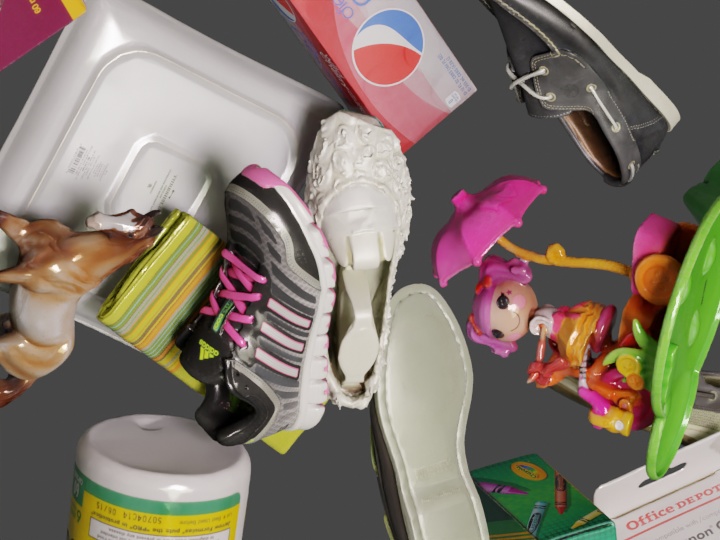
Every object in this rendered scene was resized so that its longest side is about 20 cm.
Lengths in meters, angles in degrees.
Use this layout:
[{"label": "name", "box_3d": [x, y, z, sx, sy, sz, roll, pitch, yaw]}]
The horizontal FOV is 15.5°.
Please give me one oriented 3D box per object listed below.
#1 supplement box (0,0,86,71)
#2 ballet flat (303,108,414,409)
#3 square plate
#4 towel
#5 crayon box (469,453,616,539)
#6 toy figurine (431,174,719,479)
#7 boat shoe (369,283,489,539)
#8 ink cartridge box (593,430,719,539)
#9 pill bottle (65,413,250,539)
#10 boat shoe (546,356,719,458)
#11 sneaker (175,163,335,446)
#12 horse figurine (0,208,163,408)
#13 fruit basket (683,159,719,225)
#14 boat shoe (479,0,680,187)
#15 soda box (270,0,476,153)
[{"label": "supplement box", "box_3d": [-0.269, -0.137, 1.493, 0.199, 0.110, 0.086, -36, 120, -8]}, {"label": "ballet flat", "box_3d": [0.000, 0.000, 1.650, 0.071, 0.072, 0.201, -10, 123, -21]}, {"label": "square plate", "box_3d": [-0.129, -0.051, 1.641, 0.197, 0.028, 0.201, 25, 97, -31]}, {"label": "towel", "box_3d": [-0.082, 0.041, 1.678, 0.086, 0.018, 0.200, -50, 135, 0]}, {"label": "crayon box", "box_3d": [0.131, 0.243, 1.821, 0.058, 0.119, 0.201, -15, 115, -19]}, {"label": "toy figurine", "box_3d": [0.133, 0.018, 1.715, 0.150, 0.183, 0.201, -43, 147, -55]}, {"label": "boat shoe", "box_3d": [0.037, 0.109, 1.755, 0.071, 0.060, 0.203, -10, 95, -22]}, {"label": "ink cartridge box", "box_3d": [0.227, 0.214, 1.849, 0.116, 0.068, 0.201, -24, 137, -14]}, {"label": "pill bottle", "box_3d": [-0.136, 0.203, 1.686, 0.112, 0.113, 0.202, -1, 110, -25]}, {"label": "boat shoe", "box_3d": [0.208, 0.079, 1.828, 0.200, 0.072, 0.066, 20, 94, -35]}, {"label": "sneaker", "box_3d": [-0.069, 0.031, 1.615, 0.087, 0.074, 0.201, -27, 136, -30]}, {"label": "horse figurine", "box_3d": [-0.210, 0.023, 1.593, 0.132, 0.050, 0.201, 4, 133, -25]}, {"label": "fruit basket", "box_3d": [0.341, -0.004, 1.779, 0.155, 0.216, 0.216, -43, 121, -4]}, {"label": "boat shoe", "box_3d": [0.127, -0.131, 1.704, 0.200, 0.072, 0.068, 42, 85, -33]}, {"label": "soda box", "box_3d": [-0.013, -0.170, 1.629, 0.070, 0.063, 0.200, -41, 121, -6]}]
